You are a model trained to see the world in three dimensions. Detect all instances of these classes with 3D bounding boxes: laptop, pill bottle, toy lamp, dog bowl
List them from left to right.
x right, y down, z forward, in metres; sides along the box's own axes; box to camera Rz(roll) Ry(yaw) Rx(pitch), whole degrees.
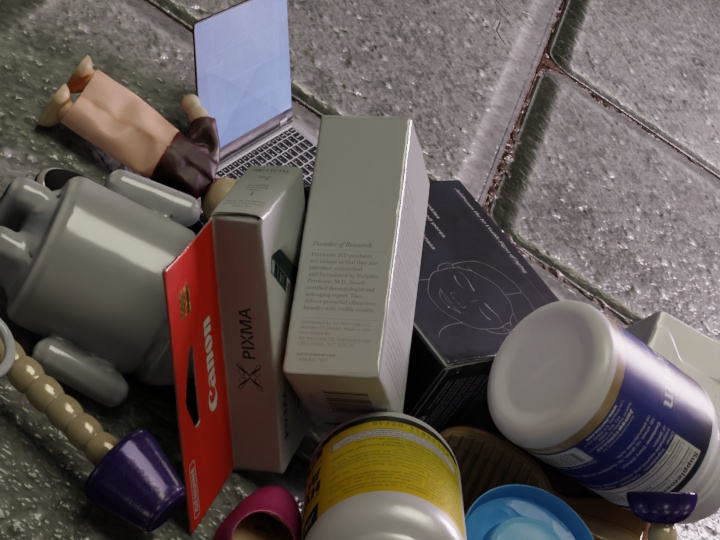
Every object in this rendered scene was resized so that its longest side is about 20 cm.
[{"bbox_3d":[-0.196,0.089,1.069,0.200,0.058,0.058,40,30,11],"label":"toy lamp"},{"bbox_3d":[-0.058,-0.136,1.487,0.200,0.116,0.187,39,30,7],"label":"laptop"},{"bbox_3d":[0.015,0.179,1.074,0.111,0.112,0.200,30,15,-9],"label":"pill bottle"},{"bbox_3d":[0.127,0.249,1.145,0.111,0.050,0.201,-7,63,-32],"label":"dog bowl"},{"bbox_3d":[0.198,0.114,1.249,0.200,0.116,0.116,33,25,-36],"label":"pill bottle"},{"bbox_3d":[0.217,0.258,1.166,0.058,0.058,0.202,8,80,-39],"label":"toy lamp"}]

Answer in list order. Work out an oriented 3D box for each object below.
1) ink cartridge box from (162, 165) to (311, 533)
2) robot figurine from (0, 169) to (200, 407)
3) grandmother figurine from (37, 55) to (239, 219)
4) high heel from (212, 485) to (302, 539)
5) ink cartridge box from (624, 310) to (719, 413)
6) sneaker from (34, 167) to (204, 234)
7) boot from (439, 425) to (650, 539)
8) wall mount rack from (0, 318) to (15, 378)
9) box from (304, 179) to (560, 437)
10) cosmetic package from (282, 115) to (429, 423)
[{"bbox_3d":[-0.077,0.052,1.127,0.043,0.201,0.174,4,26,14],"label":"ink cartridge box"},{"bbox_3d":[-0.170,0.009,1.165,0.199,0.113,0.171,27,67,-14],"label":"robot figurine"},{"bbox_3d":[-0.164,-0.098,1.383,0.200,0.061,0.122,37,69,-6],"label":"grandmother figurine"},{"bbox_3d":[-0.059,0.180,1.051,0.067,0.096,0.200,34,30,-1],"label":"high heel"},{"bbox_3d":[0.245,0.113,1.425,0.117,0.200,0.068,29,65,-10],"label":"ink cartridge box"},{"bbox_3d":[-0.157,-0.031,1.267,0.199,0.083,0.072,36,29,1],"label":"sneaker"},{"bbox_3d":[0.146,0.164,1.335,0.199,0.073,0.167,33,19,-5],"label":"boot"},{"bbox_3d":[-0.317,0.053,0.991,0.199,0.075,0.174,-13,58,-47],"label":"wall mount rack"},{"bbox_3d":[0.047,0.036,1.340,0.196,0.124,0.200,-6,50,-47],"label":"box"},{"bbox_3d":[0.000,0.000,1.184,0.071,0.102,0.201,3,65,12],"label":"cosmetic package"}]
